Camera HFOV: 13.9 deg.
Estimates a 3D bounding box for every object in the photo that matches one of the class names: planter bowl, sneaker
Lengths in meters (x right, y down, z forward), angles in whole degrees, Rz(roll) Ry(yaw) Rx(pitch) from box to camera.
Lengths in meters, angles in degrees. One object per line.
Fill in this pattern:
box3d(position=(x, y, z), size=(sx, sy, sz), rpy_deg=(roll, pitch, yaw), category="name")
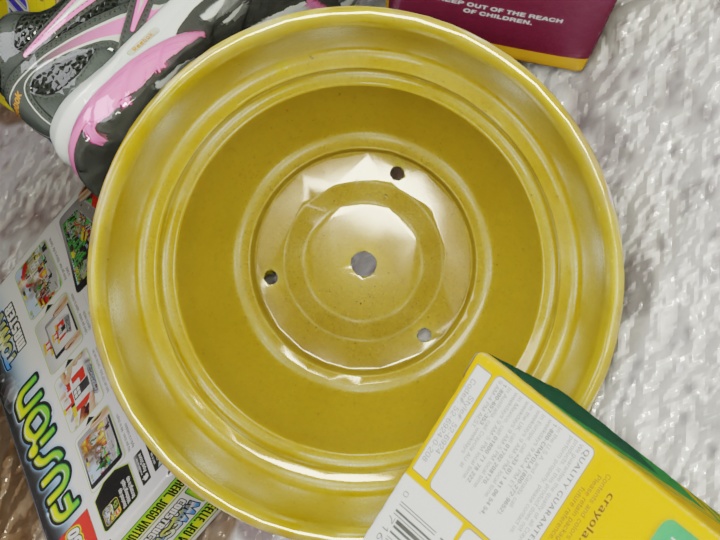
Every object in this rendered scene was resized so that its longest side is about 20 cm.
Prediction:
box3d(position=(0.000, 0.000, 1.128), size=(0.201, 0.200, 0.083), rpy_deg=(-58, 0, 6), category="planter bowl")
box3d(position=(-0.066, -0.120, 1.149), size=(0.086, 0.080, 0.200), rpy_deg=(35, 56, 21), category="sneaker")

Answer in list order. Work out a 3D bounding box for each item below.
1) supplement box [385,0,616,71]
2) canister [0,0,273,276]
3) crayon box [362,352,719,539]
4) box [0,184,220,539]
box3d(position=(0.072, -0.176, 1.112), size=(0.200, 0.085, 0.111), rpy_deg=(111, 168, -63), category="supplement box")
box3d(position=(-0.100, -0.098, 1.293), size=(0.200, 0.086, 0.149), rpy_deg=(46, 148, 44), category="canister")
box3d(position=(0.077, 0.129, 1.003), size=(0.126, 0.052, 0.200), rpy_deg=(-58, 40, 6), category="crayon box")
box3d(position=(-0.109, 0.047, 1.310), size=(0.110, 0.035, 0.200), rpy_deg=(-48, 38, 18), category="box")
